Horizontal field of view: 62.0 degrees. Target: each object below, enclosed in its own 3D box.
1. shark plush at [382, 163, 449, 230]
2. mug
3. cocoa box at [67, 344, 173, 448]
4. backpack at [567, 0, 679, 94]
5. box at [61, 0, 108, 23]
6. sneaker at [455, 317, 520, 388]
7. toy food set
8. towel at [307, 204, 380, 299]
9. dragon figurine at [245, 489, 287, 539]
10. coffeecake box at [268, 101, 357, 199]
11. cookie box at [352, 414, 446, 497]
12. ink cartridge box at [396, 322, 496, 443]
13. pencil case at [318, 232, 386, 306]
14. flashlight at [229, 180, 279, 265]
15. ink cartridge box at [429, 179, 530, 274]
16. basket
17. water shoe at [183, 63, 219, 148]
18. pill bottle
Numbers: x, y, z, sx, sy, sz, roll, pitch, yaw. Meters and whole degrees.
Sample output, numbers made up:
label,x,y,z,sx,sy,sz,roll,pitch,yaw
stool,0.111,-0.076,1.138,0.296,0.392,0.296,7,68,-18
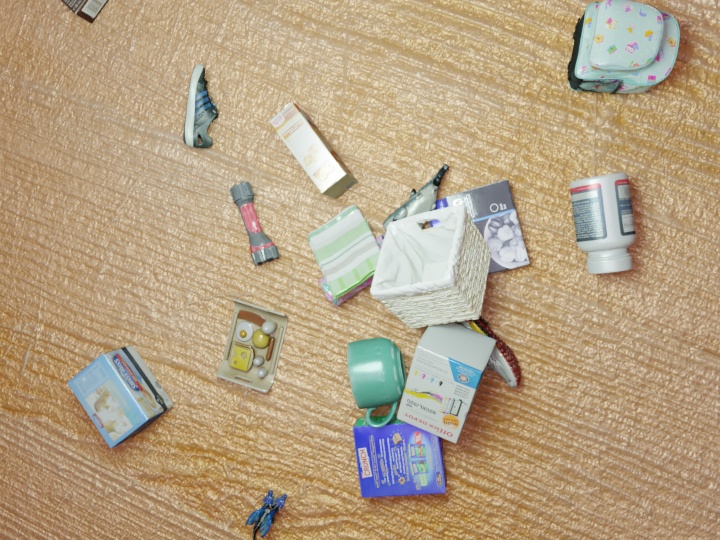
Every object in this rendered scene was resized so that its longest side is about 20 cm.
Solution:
label,x,y,z,sx,sy,sz,roll,pitch,yaw
shark plush,0.125,-0.166,1.372,0.090,0.083,0.201,22,105,-30
mug,0.045,0.244,1.373,0.114,0.152,0.186,-11,119,8
cocoa box,-0.597,0.311,1.499,0.133,0.131,0.201,-37,86,10
backpack,0.551,-0.461,1.243,0.198,0.153,0.177,10,89,3
box,-0.733,-0.734,1.508,0.200,0.075,0.100,43,99,8
sneaker,0.288,0.187,1.366,0.082,0.078,0.200,-44,81,24
toy food set,-0.269,0.182,1.468,0.142,0.060,0.202,15,95,9
towel,-0.036,-0.048,1.376,0.149,0.031,0.201,-34,51,11
dragon figurine,-0.239,0.605,1.462,0.059,0.099,0.201,34,98,8
coffeecake box,-0.104,-0.269,1.369,0.073,0.153,0.200,-37,86,9
cookie box,0.093,0.429,1.404,0.198,0.075,0.173,-7,91,11
ink cartridge box,0.185,0.236,1.306,0.146,0.145,0.201,21,120,15
pencil case,0.000,0.000,1.397,0.199,0.087,0.088,-33,86,11
flashlight,-0.258,-0.115,1.449,0.067,0.068,0.201,-19,90,12
ink cartridge box,0.262,-0.086,1.366,0.199,0.043,0.200,-15,90,12
basket,0.155,-0.001,1.266,0.197,0.161,0.201,-12,46,37
water shoe,-0.386,-0.400,1.471,0.078,0.071,0.202,7,93,-18
pill bottle,0.519,-0.099,1.279,0.119,0.120,0.202,-7,91,11
